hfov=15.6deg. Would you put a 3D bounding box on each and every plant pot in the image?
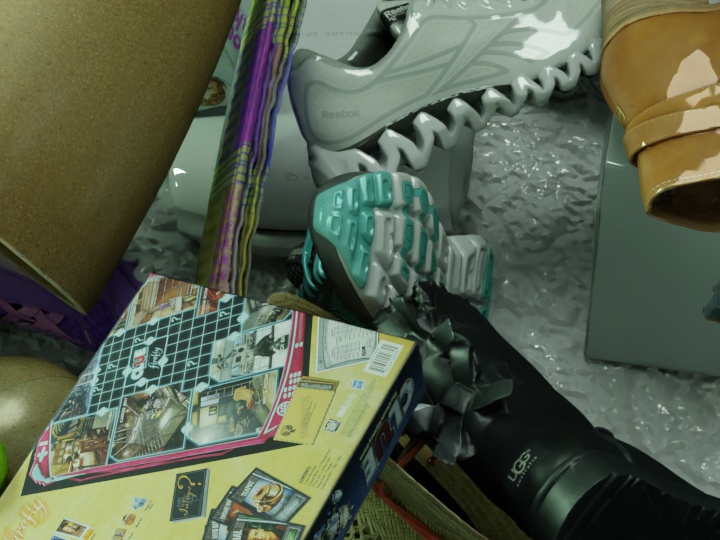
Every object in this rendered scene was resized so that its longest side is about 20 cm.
[{"bbox_3d":[-0.142,-0.114,1.248,0.186,0.186,0.200,36,84,29],"label":"plant pot"}]

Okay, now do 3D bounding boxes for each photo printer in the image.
[{"bbox_3d":[-0.018,-0.087,1.453,0.166,0.070,0.200,0,44,8],"label":"photo printer"}]

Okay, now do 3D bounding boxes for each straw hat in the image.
[{"bbox_3d":[0.006,0.108,1.246,0.085,0.201,0.201,-48,53,9],"label":"straw hat"}]

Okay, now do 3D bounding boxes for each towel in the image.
[{"bbox_3d":[-0.056,-0.059,1.312,0.023,0.144,0.201,11,85,-7],"label":"towel"}]

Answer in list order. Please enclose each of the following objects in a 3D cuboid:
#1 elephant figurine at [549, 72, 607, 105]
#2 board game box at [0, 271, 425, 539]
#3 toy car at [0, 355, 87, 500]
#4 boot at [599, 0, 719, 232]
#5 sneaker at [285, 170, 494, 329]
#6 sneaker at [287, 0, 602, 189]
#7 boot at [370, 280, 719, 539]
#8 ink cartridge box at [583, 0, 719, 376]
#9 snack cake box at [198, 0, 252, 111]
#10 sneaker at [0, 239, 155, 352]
[{"bbox_3d":[0.141,-0.153,1.505,0.155,0.142,0.200,-17,57,21],"label":"elephant figurine"},{"bbox_3d":[-0.074,0.095,1.105,0.135,0.035,0.200,15,51,22],"label":"board game box"},{"bbox_3d":[-0.159,0.098,1.214,0.200,0.165,0.158,-17,46,-36],"label":"toy car"},{"bbox_3d":[0.216,-0.086,1.269,0.199,0.074,0.155,-5,50,-1],"label":"boot"},{"bbox_3d":[0.000,0.000,1.313,0.091,0.200,0.078,4,75,20],"label":"sneaker"},{"bbox_3d":[0.054,-0.113,1.329,0.200,0.081,0.075,-28,14,-14],"label":"sneaker"},{"bbox_3d":[0.093,0.090,1.222,0.073,0.198,0.162,-52,48,5],"label":"boot"},{"bbox_3d":[0.223,-0.038,1.366,0.199,0.145,0.146,9,44,7],"label":"ink cartridge box"},{"bbox_3d":[-0.160,-0.135,1.422,0.199,0.115,0.067,-10,39,24],"label":"snack cake box"},{"bbox_3d":[-0.168,0.005,1.361,0.088,0.081,0.200,-36,55,-21],"label":"sneaker"}]
